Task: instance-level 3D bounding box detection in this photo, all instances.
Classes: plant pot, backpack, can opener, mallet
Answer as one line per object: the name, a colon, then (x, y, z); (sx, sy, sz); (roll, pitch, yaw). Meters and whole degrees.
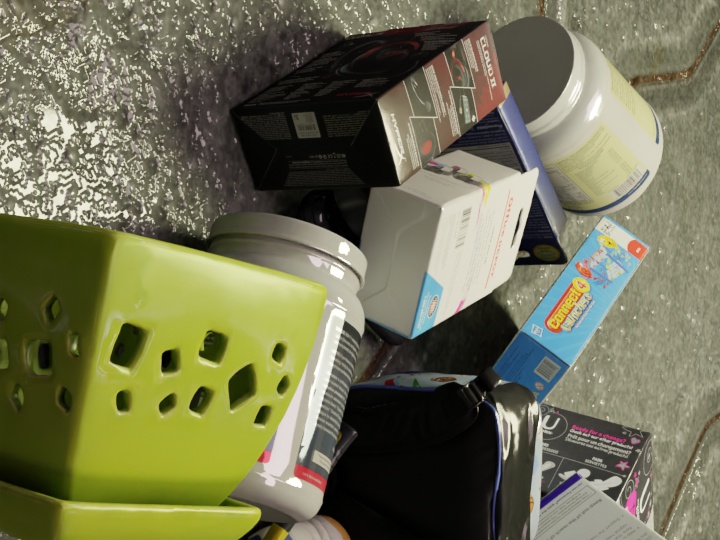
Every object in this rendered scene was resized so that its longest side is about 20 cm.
plant pot: (-0.165, 0.071, 0.833); (0.198, 0.199, 0.183); (14, 86, -52)
backpack: (0.056, 0.167, 1.128); (0.154, 0.189, 0.202); (-1, 96, -59)
can opener: (0.000, 0.000, 1.161); (0.201, 0.078, 0.064); (64, 35, -43)
mallet: (-0.059, 0.205, 1.016); (0.200, 0.066, 0.041); (-50, 131, -8)

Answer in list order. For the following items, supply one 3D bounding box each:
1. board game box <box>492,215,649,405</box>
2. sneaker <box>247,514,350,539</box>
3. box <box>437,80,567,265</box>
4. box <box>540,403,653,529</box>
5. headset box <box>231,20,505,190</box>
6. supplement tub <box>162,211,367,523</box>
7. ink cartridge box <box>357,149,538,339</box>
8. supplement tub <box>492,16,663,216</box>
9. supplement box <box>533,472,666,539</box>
board game box: (0.176, 0.073, 1.297); (0.056, 0.200, 0.196); (36, 47, 7)
sneaker: (-0.062, 0.298, 1.082); (0.088, 0.075, 0.202); (3, 88, -32)
box: (0.116, -0.086, 1.265); (0.032, 0.120, 0.201); (-58, 133, -37)
box: (0.221, 0.250, 1.358); (0.115, 0.131, 0.201); (-53, 145, -38)
headset box: (0.016, -0.141, 1.109); (0.200, 0.148, 0.076); (-41, 123, -46)
supplement tub: (-0.076, 0.073, 0.990); (0.140, 0.139, 0.202); (35, 63, -47)
ink cartridge box: (0.073, -0.030, 1.138); (0.200, 0.067, 0.116); (-24, 132, -57)
supplement tub: (0.207, -0.155, 1.367); (0.200, 0.144, 0.146); (33, 64, -48)
supplement box: (0.223, 0.281, 1.151); (0.103, 0.200, 0.102); (-33, 127, -19)
